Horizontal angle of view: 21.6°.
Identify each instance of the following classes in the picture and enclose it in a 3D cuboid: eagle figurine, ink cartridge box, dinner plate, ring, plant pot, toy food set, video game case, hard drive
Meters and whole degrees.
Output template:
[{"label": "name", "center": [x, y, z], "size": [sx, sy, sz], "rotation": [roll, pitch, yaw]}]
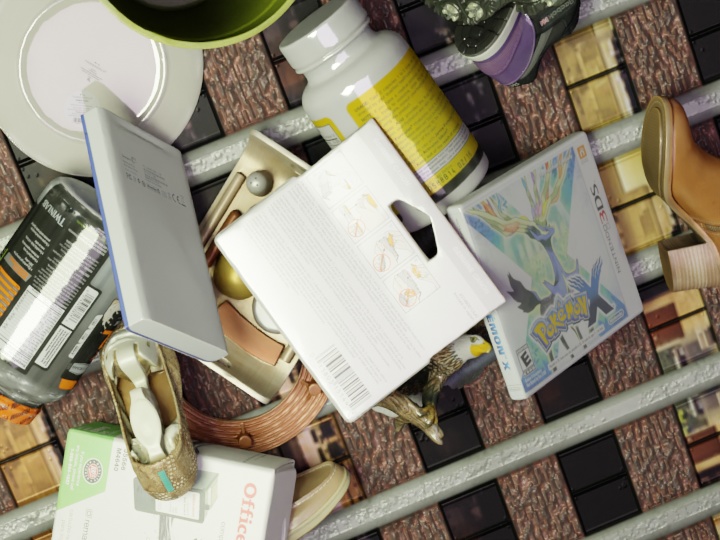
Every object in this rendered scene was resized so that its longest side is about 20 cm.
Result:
[{"label": "eagle figurine", "center": [0.084, 0.055, 1.743], "size": [0.201, 0.150, 0.152], "rotation": [-59, 150, -22]}, {"label": "ink cartridge box", "center": [0.000, 0.000, 1.645], "size": [0.176, 0.045, 0.201], "rotation": [-37, 90, 3]}, {"label": "dinner plate", "center": [-0.238, -0.181, 1.678], "size": [0.198, 0.024, 0.203], "rotation": [-2, 104, -7]}, {"label": "ring", "center": [-0.116, 0.078, 1.758], "size": [0.198, 0.019, 0.203], "rotation": [-2, 104, -7]}, {"label": "plant pot", "center": [-0.149, -0.282, 1.570], "size": [0.198, 0.193, 0.203], "rotation": [-1, 94, -13]}, {"label": "ink cartridge box", "center": [-0.170, 0.228, 1.708], "size": [0.198, 0.084, 0.147], "rotation": [9, 91, 11]}, {"label": "toy food set", "center": [-0.090, -0.004, 1.693], "size": [0.143, 0.060, 0.201], "rotation": [32, 93, 5]}, {"label": "video game case", "center": [0.171, -0.008, 1.709], "size": [0.199, 0.022, 0.184], "rotation": [-31, 105, -42]}, {"label": "hard drive", "center": [-0.177, -0.029, 1.619], "size": [0.025, 0.132, 0.202], "rotation": [-25, 65, 21]}]

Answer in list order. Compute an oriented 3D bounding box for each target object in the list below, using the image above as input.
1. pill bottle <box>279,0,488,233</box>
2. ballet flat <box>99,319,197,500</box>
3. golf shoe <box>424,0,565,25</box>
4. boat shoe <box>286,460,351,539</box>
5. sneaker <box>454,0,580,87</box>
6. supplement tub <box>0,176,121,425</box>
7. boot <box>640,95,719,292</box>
[{"label": "pill bottle", "center": [0.017, -0.142, 1.677], "size": [0.111, 0.111, 0.201], "rotation": [-36, 106, 1]}, {"label": "ballet flat", "center": [-0.190, 0.105, 1.663], "size": [0.070, 0.201, 0.065], "rotation": [-24, 149, -2]}, {"label": "golf shoe", "center": [0.122, -0.267, 1.646], "size": [0.088, 0.199, 0.078], "rotation": [-48, 126, -30]}, {"label": "boat shoe", "center": [-0.102, 0.229, 1.768], "size": [0.199, 0.071, 0.065], "rotation": [-32, 106, 1]}, {"label": "sneaker", "center": [0.168, -0.260, 1.705], "size": [0.087, 0.076, 0.201], "rotation": [33, 93, -39]}, {"label": "supplement tub", "center": [-0.275, 0.029, 1.670], "size": [0.122, 0.123, 0.201], "rotation": [34, 97, -14]}, {"label": "boot", "center": [0.347, -0.085, 1.761], "size": [0.153, 0.074, 0.202], "rotation": [-15, 117, -3]}]
